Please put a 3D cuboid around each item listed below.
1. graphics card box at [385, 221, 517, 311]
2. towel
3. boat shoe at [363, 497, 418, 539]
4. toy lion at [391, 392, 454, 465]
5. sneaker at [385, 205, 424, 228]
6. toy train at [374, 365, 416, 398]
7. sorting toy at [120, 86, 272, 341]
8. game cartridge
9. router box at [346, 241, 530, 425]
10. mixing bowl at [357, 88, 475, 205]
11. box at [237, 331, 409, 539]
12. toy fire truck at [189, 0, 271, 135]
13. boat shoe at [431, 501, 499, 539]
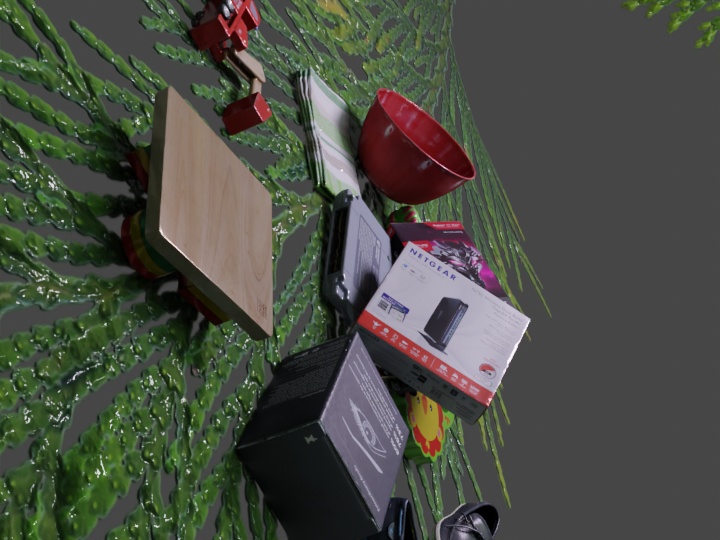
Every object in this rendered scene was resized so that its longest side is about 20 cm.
[{"bbox_3d":[0.125,0.010,1.808,0.125,0.051,0.200,-2,44,-28],"label":"graphics card box"},{"bbox_3d":[-0.039,-0.184,1.829,0.149,0.031,0.201,33,40,-57],"label":"towel"},{"bbox_3d":[0.056,0.367,1.479,0.084,0.068,0.201,-9,79,-69],"label":"boat shoe"},{"bbox_3d":[0.087,0.178,1.767,0.200,0.068,0.193,28,52,-61],"label":"toy lion"},{"bbox_3d":[0.094,-0.007,1.932,0.084,0.076,0.201,36,39,-49],"label":"sneaker"},{"bbox_3d":[0.020,0.142,1.600,0.200,0.034,0.046,0,53,-55],"label":"toy train"},{"bbox_3d":[-0.172,-0.049,1.302,0.199,0.069,0.201,48,29,-44],"label":"sorting toy"},{"bbox_3d":[0.000,0.000,1.727,0.133,0.040,0.201,50,32,-35],"label":"game cartridge"},{"bbox_3d":[0.103,0.079,1.648,0.199,0.049,0.180,32,46,1],"label":"router box"},{"bbox_3d":[0.068,-0.174,1.938,0.200,0.108,0.200,37,20,-16],"label":"mixing bowl"},{"bbox_3d":[-0.035,0.185,1.374,0.148,0.104,0.200,63,21,-16],"label":"box"},{"bbox_3d":[-0.155,-0.273,1.592,0.141,0.049,0.200,60,21,-25],"label":"toy fire truck"},{"bbox_3d":[0.146,0.365,1.722,0.075,0.062,0.200,70,22,-2],"label":"boat shoe"}]
